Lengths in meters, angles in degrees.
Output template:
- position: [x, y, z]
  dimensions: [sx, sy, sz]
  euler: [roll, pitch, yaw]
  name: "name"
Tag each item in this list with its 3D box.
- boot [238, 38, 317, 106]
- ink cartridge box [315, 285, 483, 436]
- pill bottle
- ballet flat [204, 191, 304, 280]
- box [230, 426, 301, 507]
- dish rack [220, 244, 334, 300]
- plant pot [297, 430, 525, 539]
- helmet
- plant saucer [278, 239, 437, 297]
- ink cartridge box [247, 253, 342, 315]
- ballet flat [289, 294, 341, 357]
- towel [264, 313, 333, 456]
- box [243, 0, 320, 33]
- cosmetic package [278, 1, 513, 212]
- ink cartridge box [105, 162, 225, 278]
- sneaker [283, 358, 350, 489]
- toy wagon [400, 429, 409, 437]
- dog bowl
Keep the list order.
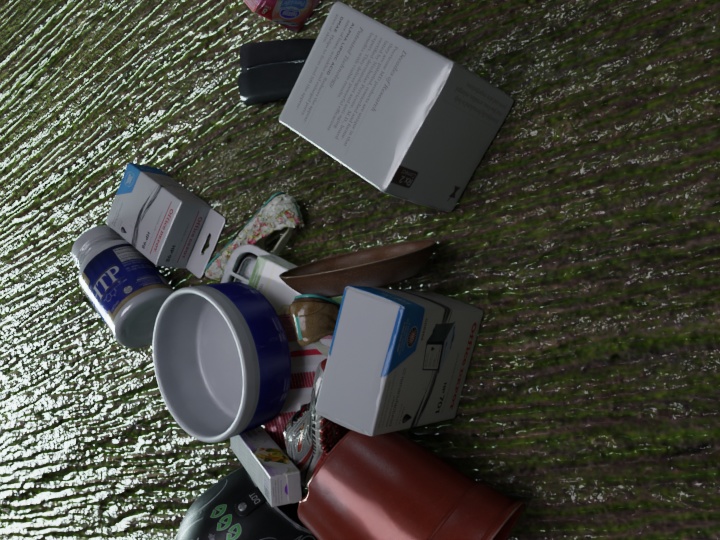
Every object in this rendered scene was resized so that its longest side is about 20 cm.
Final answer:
- position: [-0.101, -0.258, 1.148]
  dimensions: [0.199, 0.066, 0.165]
  euler: [6, 81, 33]
  name: "boot"
- position: [0.050, 0.101, 0.923]
  dimensions: [0.086, 0.200, 0.147]
  euler: [18, 97, 34]
  name: "ink cartridge box"
- position: [-0.392, 0.020, 1.305]
  dimensions: [0.200, 0.120, 0.120]
  euler: [45, 111, 30]
  name: "pill bottle"
- position: [-0.157, -0.034, 1.170]
  dimensions: [0.200, 0.076, 0.064]
  euler: [-43, 79, 29]
  name: "ballet flat"
- position: [-0.124, 0.241, 1.010]
  dimensions: [0.200, 0.039, 0.042]
  euler: [-162, 69, -66]
  name: "box"
- position: [-0.133, 0.078, 1.134]
  dimensions: [0.171, 0.044, 0.201]
  euler: [27, 103, 14]
  name: "dish rack"
- position: [0.047, 0.282, 0.890]
  dimensions: [0.195, 0.201, 0.201]
  euler: [34, 106, 23]
  name: "plant pot"
- position: [-0.153, 0.372, 1.066]
  dimensions: [0.191, 0.200, 0.200]
  euler: [-49, 59, 3]
  name: "helmet"
- position: [0.000, 0.000, 0.979]
  dimensions: [0.200, 0.200, 0.037]
  euler: [-7, 98, 35]
  name: "plant saucer"
- position: [-0.070, 0.083, 1.067]
  dimensions: [0.200, 0.048, 0.146]
  euler: [26, 103, 17]
  name: "ink cartridge box"
- position: [-0.008, 0.079, 0.964]
  dimensions: [0.068, 0.200, 0.073]
  euler: [-10, 73, 39]
  name: "ballet flat"
- position: [-0.075, 0.154, 1.034]
  dimensions: [0.144, 0.023, 0.201]
  euler: [-10, 93, 27]
  name: "towel"
- position: [-0.147, -0.462, 1.180]
  dimensions: [0.095, 0.102, 0.200]
  euler: [-48, 62, 23]
  name: "box"
- position: [0.043, -0.198, 0.977]
  dimensions: [0.200, 0.165, 0.165]
  euler: [37, 107, 32]
  name: "cosmetic package"
- position: [-0.321, -0.082, 1.293]
  dimensions: [0.200, 0.067, 0.116]
  euler: [33, 105, 34]
  name: "ink cartridge box"
- position: [-0.058, 0.190, 0.963]
  dimensions: [0.082, 0.078, 0.201]
  euler: [27, 123, 25]
  name: "sneaker"
- position: [0.017, 0.272, 1.032]
  dimensions: [0.155, 0.040, 0.201]
  euler: [-28, 71, 31]
  name: "toy wagon"
- position: [-0.184, 0.117, 1.033]
  dimensions: [0.200, 0.079, 0.201]
  euler: [8, 101, 41]
  name: "dog bowl"
